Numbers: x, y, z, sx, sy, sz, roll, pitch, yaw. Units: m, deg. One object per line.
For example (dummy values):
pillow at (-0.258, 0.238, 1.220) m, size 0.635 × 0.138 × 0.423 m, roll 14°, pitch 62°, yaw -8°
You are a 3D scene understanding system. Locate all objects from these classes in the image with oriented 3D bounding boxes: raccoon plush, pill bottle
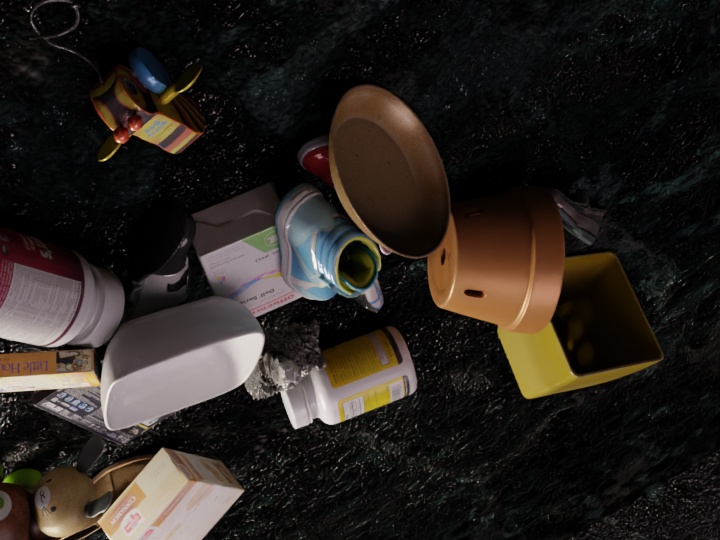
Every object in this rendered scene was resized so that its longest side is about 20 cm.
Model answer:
raccoon plush at (-0.083, 0.130, 1.309) m, size 0.132 × 0.199 × 0.099 m, roll -9°, pitch 110°, yaw -27°
pill bottle at (-0.354, 0.020, 1.007) m, size 0.109 × 0.111 × 0.199 m, roll -39°, pitch 149°, yaw 18°
pill bottle at (-0.022, 0.169, 1.454) m, size 0.197 × 0.112 × 0.112 m, roll -19°, pitch 147°, yaw -13°

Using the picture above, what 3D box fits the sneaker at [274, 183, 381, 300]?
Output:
sneaker at (-0.030, 0.002, 1.095) m, size 0.079 × 0.130 × 0.201 m, roll -42°, pitch 152°, yaw -16°

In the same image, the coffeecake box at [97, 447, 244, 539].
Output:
coffeecake box at (-0.296, 0.373, 1.507) m, size 0.154 × 0.073 × 0.200 m, roll -48°, pitch 155°, yaw 0°

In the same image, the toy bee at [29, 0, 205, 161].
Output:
toy bee at (-0.216, -0.149, 0.883) m, size 0.198 × 0.110 × 0.131 m, roll 7°, pitch 136°, yaw -41°

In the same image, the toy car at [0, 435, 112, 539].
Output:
toy car at (-0.426, 0.317, 1.298) m, size 0.198 × 0.166 × 0.158 m, roll -29°, pitch 148°, yaw 13°

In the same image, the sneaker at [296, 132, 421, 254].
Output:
sneaker at (0.012, -0.087, 1.122) m, size 0.071 × 0.114 × 0.198 m, roll -34°, pitch 149°, yaw 33°

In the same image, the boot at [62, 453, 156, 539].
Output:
boot at (-0.392, 0.356, 1.476) m, size 0.198 × 0.076 × 0.074 m, roll -29°, pitch 144°, yaw -2°

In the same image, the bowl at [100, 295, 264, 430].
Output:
bowl at (-0.222, 0.105, 1.138) m, size 0.197 × 0.076 × 0.201 m, roll -17°, pitch 158°, yaw -24°

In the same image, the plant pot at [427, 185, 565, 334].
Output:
plant pot at (0.174, -0.018, 1.289) m, size 0.137 × 0.203 × 0.202 m, roll 3°, pitch 140°, yaw -12°

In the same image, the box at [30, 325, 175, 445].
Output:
box at (-0.319, 0.154, 1.277) m, size 0.160 × 0.050 × 0.200 m, roll -31°, pitch 147°, yaw 8°

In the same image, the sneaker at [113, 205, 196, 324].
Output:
sneaker at (-0.227, -0.005, 1.108) m, size 0.087 × 0.075 × 0.200 m, roll 5°, pitch 145°, yaw -39°

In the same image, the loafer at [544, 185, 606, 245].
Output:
loafer at (0.311, -0.096, 1.391) m, size 0.063 × 0.072 × 0.199 m, roll -55°, pitch 150°, yaw 6°

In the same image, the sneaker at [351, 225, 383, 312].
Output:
sneaker at (0.000, 0.000, 1.286) m, size 0.073 × 0.071 × 0.200 m, roll -56°, pitch 157°, yaw -11°

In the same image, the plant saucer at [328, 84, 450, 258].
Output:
plant saucer at (0.026, -0.106, 1.057) m, size 0.035 × 0.204 × 0.198 m, roll -21°, pitch 157°, yaw 38°

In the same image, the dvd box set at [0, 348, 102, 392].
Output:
dvd box set at (-0.402, 0.119, 1.092) m, size 0.196 × 0.030 × 0.146 m, roll -3°, pitch 168°, yaw -11°

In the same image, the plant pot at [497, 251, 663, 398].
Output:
plant pot at (0.341, 0.108, 1.577) m, size 0.197 × 0.203 × 0.177 m, roll -6°, pitch 153°, yaw -30°

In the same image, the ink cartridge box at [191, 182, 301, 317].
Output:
ink cartridge box at (-0.134, -0.004, 1.176) m, size 0.115 × 0.068 × 0.201 m, roll -23°, pitch 147°, yaw -8°
